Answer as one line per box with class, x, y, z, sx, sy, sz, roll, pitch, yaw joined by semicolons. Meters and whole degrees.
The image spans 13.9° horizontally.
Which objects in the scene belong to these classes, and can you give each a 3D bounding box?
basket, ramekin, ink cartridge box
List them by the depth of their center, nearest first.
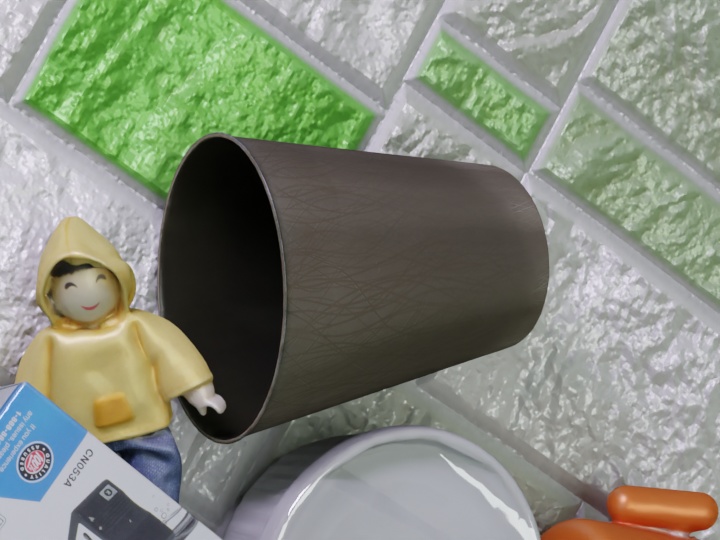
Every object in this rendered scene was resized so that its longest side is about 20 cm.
ink cartridge box;-0.158;0.179;1.599;0.200;0.084;0.145;40;67;-15
basket;0.000;0.000;1.739;0.199;0.136;0.181;-8;110;-34
ramekin;0.005;0.189;1.776;0.202;0.094;0.203;-3;95;-30

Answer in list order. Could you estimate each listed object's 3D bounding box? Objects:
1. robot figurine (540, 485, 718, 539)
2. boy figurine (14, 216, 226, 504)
robot figurine;0.177;0.218;1.870;0.199;0.117;0.144;13;56;-32
boy figurine;-0.140;0.068;1.681;0.124;0.064;0.201;-5;105;3
